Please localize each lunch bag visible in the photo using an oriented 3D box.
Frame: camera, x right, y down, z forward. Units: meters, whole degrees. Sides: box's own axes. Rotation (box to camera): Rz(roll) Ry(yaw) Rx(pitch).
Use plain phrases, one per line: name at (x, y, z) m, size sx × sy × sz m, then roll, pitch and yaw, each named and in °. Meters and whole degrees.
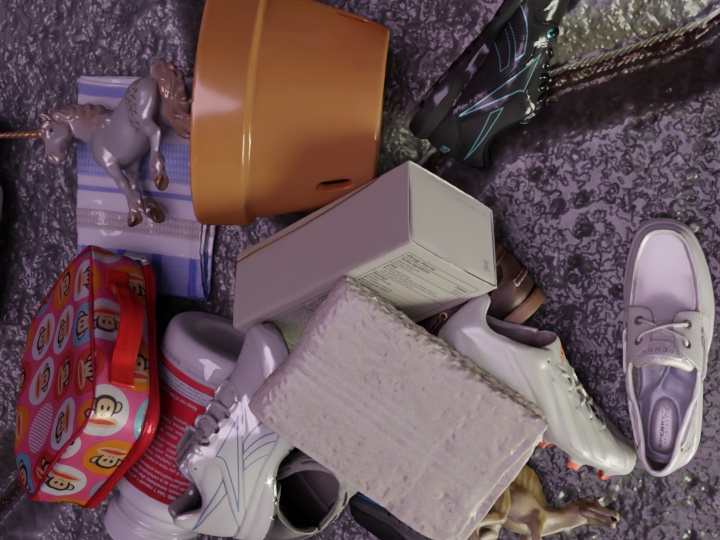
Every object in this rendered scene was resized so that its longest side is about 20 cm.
lunch bag at (-0.227, 0.081, 1.025) m, size 0.176 × 0.081 × 0.201 m, roll -48°, pitch 38°, yaw 37°

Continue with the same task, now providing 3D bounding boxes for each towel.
towel at (-0.196, -0.077, 1.092) m, size 0.145 × 0.024 × 0.203 m, roll 6°, pitch 99°, yaw 18°
towel at (0.031, 0.108, 0.908) m, size 0.199 × 0.034 × 0.133 m, roll 36°, pitch 103°, yaw -4°

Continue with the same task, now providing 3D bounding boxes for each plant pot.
plant pot at (-0.051, -0.131, 0.961) m, size 0.138 × 0.200 × 0.203 m, roll 5°, pitch 99°, yaw 0°

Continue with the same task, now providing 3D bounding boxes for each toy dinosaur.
toy dinosaur at (0.109, 0.192, 0.977) m, size 0.198 × 0.102 × 0.058 m, roll 25°, pitch 142°, yaw -8°

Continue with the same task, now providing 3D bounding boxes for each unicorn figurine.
unicorn figurine at (-0.205, -0.110, 1.041) m, size 0.199 × 0.074 × 0.138 m, roll -33°, pitch 77°, yaw 25°

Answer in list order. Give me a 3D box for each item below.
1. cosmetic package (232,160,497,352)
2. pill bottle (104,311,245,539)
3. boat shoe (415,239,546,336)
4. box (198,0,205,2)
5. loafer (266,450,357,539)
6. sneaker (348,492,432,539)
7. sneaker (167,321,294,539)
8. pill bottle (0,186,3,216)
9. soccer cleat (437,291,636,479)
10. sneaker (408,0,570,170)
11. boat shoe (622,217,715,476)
cosmetic package at (0.000, 0.000, 0.955) m, size 0.199 × 0.103 × 0.074 m, roll -26°, pitch 51°, yaw 37°
pill bottle at (-0.150, 0.148, 1.056) m, size 0.111 × 0.112 × 0.202 m, roll 28°, pitch 104°, yaw 13°
boat shoe at (0.058, 0.057, 0.997) m, size 0.200 × 0.070 × 0.070 m, roll -42°, pitch 98°, yaw 9°
box at (-0.117, -0.313, 0.947) m, size 0.047 × 0.193 × 0.202 m, roll 27°, pitch 105°, yaw 14°
loafer at (-0.053, 0.192, 1.022) m, size 0.070 × 0.070 × 0.200 m, roll 44°, pitch 134°, yaw 3°
sneaker at (0.068, 0.255, 1.017) m, size 0.199 × 0.073 × 0.082 m, roll 31°, pitch 105°, yaw 13°
sneaker at (-0.100, 0.135, 0.965) m, size 0.086 × 0.075 × 0.202 m, roll 5°, pitch 111°, yaw -24°
pill bottle at (-0.391, -0.047, 1.112) m, size 0.113 × 0.114 × 0.202 m, roll 13°, pitch 100°, yaw 16°
soccer cleat at (0.149, 0.094, 0.947) m, size 0.199 × 0.069 × 0.078 m, roll 33°, pitch 100°, yaw -14°
sneaker at (0.124, -0.169, 0.958) m, size 0.079 × 0.075 × 0.200 m, roll 39°, pitch 115°, yaw -1°
boat shoe at (0.239, 0.061, 0.938) m, size 0.070 × 0.069 × 0.203 m, roll -2°, pitch 95°, yaw 20°
